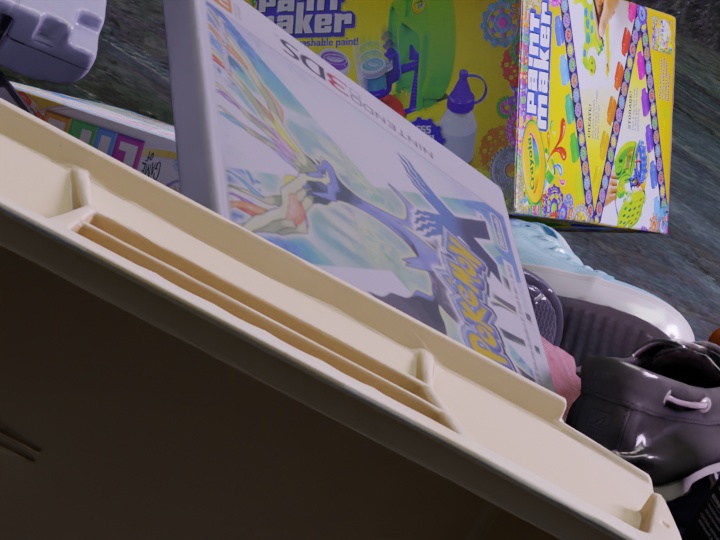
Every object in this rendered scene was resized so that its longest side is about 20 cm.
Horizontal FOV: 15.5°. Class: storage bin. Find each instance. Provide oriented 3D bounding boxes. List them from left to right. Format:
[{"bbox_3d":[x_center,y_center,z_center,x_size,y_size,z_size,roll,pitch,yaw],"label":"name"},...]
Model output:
[{"bbox_3d":[-0.063,0.090,0.559,0.198,0.200,0.094,28,11,-7],"label":"storage bin"}]

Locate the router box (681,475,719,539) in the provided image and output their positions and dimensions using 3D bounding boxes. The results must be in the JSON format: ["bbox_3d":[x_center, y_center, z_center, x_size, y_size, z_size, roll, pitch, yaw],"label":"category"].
[{"bbox_3d":[0.220,0.144,1.064,0.200,0.149,0.051,25,14,-19],"label":"router box"}]

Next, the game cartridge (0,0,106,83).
[{"bbox_3d":[-0.202,-0.161,1.134,0.200,0.041,0.133,22,40,-18],"label":"game cartridge"}]

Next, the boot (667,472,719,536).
[{"bbox_3d":[0.149,0.109,1.166,0.200,0.090,0.073,36,15,22],"label":"boot"}]

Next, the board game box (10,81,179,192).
[{"bbox_3d":[-0.085,-0.047,1.250,0.200,0.034,0.134,19,4,36],"label":"board game box"}]

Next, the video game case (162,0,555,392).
[{"bbox_3d":[0.001,-0.017,1.037,0.182,0.022,0.200,34,25,-28],"label":"video game case"}]

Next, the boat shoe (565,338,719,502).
[{"bbox_3d":[0.132,0.052,1.103,0.067,0.057,0.200,11,11,20],"label":"boat shoe"}]

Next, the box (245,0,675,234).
[{"bbox_3d":[0.036,-0.085,1.392,0.200,0.122,0.193,1,-2,30],"label":"box"}]

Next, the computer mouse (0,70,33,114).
[{"bbox_3d":[-0.194,-0.080,1.121,0.138,0.053,0.200,2,46,-40],"label":"computer mouse"}]

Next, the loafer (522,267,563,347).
[{"bbox_3d":[0.000,0.000,1.150,0.200,0.072,0.063,26,-7,-36],"label":"loafer"}]

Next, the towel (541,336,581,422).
[{"bbox_3d":[0.037,0.046,1.066,0.200,0.023,0.144,33,23,-35],"label":"towel"}]

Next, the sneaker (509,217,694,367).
[{"bbox_3d":[0.084,0.005,1.265,0.200,0.082,0.074,11,-40,41],"label":"sneaker"}]

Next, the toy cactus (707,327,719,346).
[{"bbox_3d":[0.217,0.118,1.332,0.200,0.102,0.165,28,32,-18],"label":"toy cactus"}]
